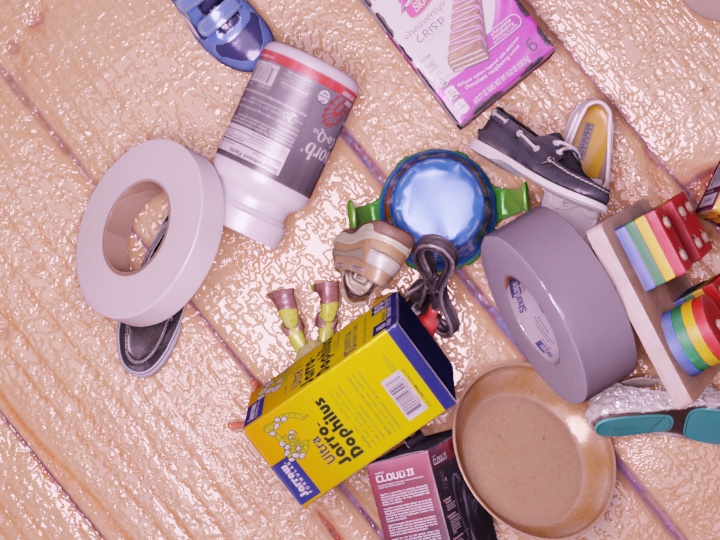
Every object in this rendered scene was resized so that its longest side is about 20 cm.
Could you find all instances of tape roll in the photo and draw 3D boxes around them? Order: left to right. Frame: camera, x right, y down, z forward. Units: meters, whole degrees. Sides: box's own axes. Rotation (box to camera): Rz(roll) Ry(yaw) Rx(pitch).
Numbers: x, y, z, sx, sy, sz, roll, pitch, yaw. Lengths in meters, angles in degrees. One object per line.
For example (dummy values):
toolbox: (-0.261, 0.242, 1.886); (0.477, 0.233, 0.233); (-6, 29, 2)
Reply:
tape roll: (-0.228, -0.041, 1.621); (0.201, 0.037, 0.205); (-17, 63, 35)
tape roll: (0.204, 0.037, 1.574); (0.066, 0.200, 0.202); (-29, 88, -11)

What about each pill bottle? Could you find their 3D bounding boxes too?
pill bottle: (-0.091, -0.134, 1.637); (0.115, 0.116, 0.202); (25, 91, 3)

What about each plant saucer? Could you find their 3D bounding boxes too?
plant saucer: (0.180, 0.197, 1.619); (0.198, 0.035, 0.202); (12, 59, -20)

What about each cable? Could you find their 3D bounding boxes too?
cable: (0.072, 0.031, 1.600); (0.096, 0.200, 0.051); (31, 66, -1)

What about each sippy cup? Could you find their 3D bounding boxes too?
sippy cup: (0.084, -0.067, 1.620); (0.178, 0.130, 0.140); (-41, 88, 1)

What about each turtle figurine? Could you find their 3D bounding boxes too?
turtle figurine: (-0.060, 0.099, 1.656); (0.197, 0.064, 0.163); (-10, 89, 2)

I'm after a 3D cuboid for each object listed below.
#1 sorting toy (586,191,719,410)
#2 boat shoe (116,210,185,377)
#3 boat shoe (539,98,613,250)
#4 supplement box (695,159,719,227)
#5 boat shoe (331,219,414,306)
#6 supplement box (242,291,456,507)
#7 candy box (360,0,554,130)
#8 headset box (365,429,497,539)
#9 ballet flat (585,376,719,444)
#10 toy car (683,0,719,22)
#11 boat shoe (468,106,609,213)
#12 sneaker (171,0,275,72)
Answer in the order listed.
sorting toy: (0.333, 0.019, 1.567); (0.069, 0.200, 0.200); (-28, 88, 25)
boat shoe: (-0.225, 0.020, 1.662); (0.071, 0.071, 0.202); (16, 90, 3)
boat shoe: (0.238, -0.089, 1.644); (0.070, 0.070, 0.203); (15, 89, 3)
supplement box: (0.471, -0.055, 1.613); (0.198, 0.110, 0.086); (27, 91, 3)
boat shoe: (0.000, 0.000, 1.585); (0.071, 0.200, 0.077); (23, 79, -4)
supplement box: (-0.011, 0.133, 1.572); (0.199, 0.109, 0.110); (-35, 103, 10)
candy box: (0.101, -0.276, 1.658); (0.136, 0.061, 0.201); (-38, 87, 2)
headset box: (0.081, 0.262, 1.599); (0.076, 0.149, 0.202); (-16, 89, 21)
ballet flat: (0.342, 0.145, 1.639); (0.197, 0.072, 0.073); (4, 89, -3)
toy car: (0.421, -0.387, 1.622); (0.182, 0.177, 0.202); (21, 61, -10)
boat shoe: (0.194, -0.120, 1.601); (0.199, 0.075, 0.061); (33, 95, 41)
sneaker: (-0.172, -0.300, 1.661); (0.074, 0.082, 0.200); (-42, 89, 0)
